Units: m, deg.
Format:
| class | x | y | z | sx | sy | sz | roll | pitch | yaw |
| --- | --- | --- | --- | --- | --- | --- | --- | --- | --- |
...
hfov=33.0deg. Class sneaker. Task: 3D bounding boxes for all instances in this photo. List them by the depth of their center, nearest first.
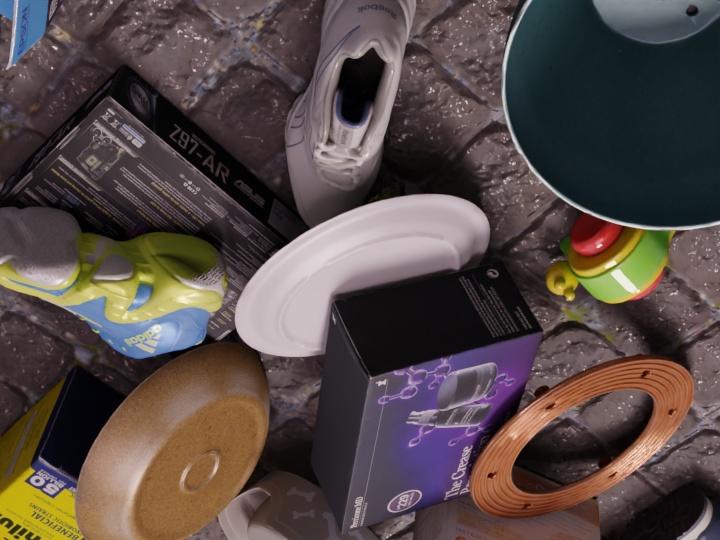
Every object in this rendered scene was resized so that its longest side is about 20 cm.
| class | x | y | z | sx | sy | sz | roll | pitch | yaw |
| --- | --- | --- | --- | --- | --- | --- | --- | --- | --- |
| sneaker | -0.014 | -0.099 | 0.814 | 0.074 | 0.088 | 0.201 | 9 | 131 | -3 |
| sneaker | -0.198 | 0.020 | 0.889 | 0.198 | 0.076 | 0.106 | 10 | 131 | -1 |
| sneaker | 0.259 | 0.275 | 1.091 | 0.082 | 0.070 | 0.200 | 35 | 127 | -16 |

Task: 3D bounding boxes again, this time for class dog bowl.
| class | x | y | z | sx | sy | sz | roll | pitch | yaw |
| --- | --- | --- | --- | --- | --- | --- | --- | --- | --- |
| dog bowl | -0.034 | 0.258 | 1.072 | 0.199 | 0.059 | 0.201 | 34 | 154 | 19 |

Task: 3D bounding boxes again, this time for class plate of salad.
| class | x | y | z | sx | sy | sz | roll | pitch | yaw |
| --- | --- | --- | --- | --- | --- | --- | --- | --- | --- |
| plate of salad | 0.000 | 0.000 | 0.886 | 0.198 | 0.048 | 0.201 | -18 | 151 | -10 |

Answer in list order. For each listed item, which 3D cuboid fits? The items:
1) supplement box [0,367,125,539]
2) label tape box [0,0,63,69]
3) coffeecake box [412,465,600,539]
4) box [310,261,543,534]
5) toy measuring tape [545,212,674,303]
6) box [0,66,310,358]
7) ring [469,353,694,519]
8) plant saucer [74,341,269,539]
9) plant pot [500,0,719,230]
| class | x | y | z | sx | sy | sz | roll | pitch | yaw |
| --- | --- | --- | --- | --- | --- | --- | --- | --- | --- |
| supplement box | -0.277 | 0.200 | 1.084 | 0.108 | 0.110 | 0.200 | 36 | 126 | -20 |
| label tape box | -0.179 | -0.225 | 0.660 | 0.065 | 0.201 | 0.144 | 15 | 130 | -2 |
| coffeecake box | 0.122 | 0.262 | 1.016 | 0.152 | 0.201 | 0.073 | 24 | 129 | -11 |
| box | 0.044 | 0.100 | 0.927 | 0.140 | 0.079 | 0.201 | -11 | 139 | -18 |
| toy measuring tape | 0.211 | -0.030 | 0.848 | 0.199 | 0.074 | 0.073 | -33 | 118 | 30 |
| box | -0.154 | -0.033 | 0.916 | 0.200 | 0.044 | 0.160 | 40 | 124 | -22 |
| ring | 0.175 | 0.132 | 0.968 | 0.198 | 0.019 | 0.201 | -18 | 142 | -14 |
| plant saucer | -0.138 | 0.153 | 0.979 | 0.035 | 0.199 | 0.202 | 34 | 138 | 30 |
| plant pot | 0.183 | -0.145 | 0.715 | 0.198 | 0.135 | 0.202 | 4 | 130 | 5 |
